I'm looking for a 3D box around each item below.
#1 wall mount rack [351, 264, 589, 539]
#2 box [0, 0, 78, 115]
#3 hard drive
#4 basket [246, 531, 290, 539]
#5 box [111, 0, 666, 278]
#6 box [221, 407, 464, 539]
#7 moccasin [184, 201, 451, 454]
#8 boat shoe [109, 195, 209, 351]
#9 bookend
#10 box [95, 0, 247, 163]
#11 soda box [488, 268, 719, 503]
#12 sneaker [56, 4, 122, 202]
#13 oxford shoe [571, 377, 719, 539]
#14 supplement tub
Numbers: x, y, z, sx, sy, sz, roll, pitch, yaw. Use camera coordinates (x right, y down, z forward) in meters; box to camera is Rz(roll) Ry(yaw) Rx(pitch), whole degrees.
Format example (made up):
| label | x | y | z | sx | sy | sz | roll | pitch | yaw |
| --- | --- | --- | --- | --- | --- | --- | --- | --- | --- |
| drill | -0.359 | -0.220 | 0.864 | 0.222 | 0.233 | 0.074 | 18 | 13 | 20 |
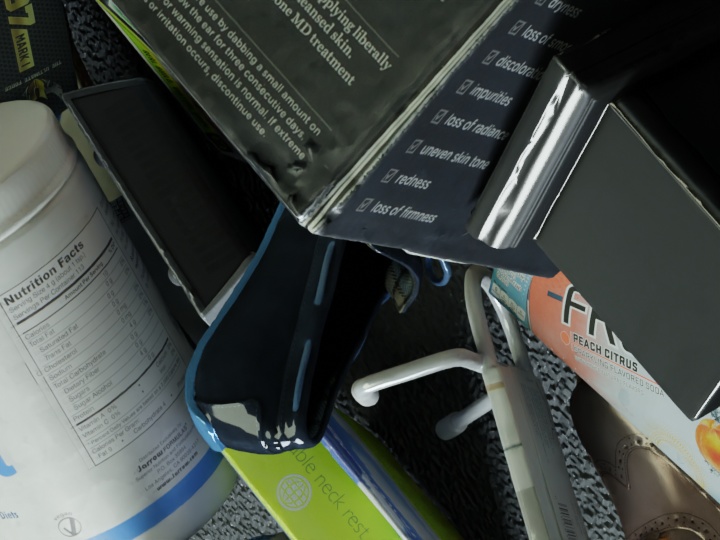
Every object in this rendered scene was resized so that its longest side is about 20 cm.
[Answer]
| label | x | y | z | sx | sy | sz | roll | pitch | yaw |
| --- | --- | --- | --- | --- | --- | --- | --- | --- | --- |
| wall mount rack | 0.059 | 0.105 | 1.131 | 0.074 | 0.174 | 0.200 | -19 | 76 | 15 |
| box | -0.220 | -0.172 | 1.264 | 0.200 | 0.051 | 0.158 | 35 | 144 | 39 |
| hard drive | -0.077 | -0.025 | 1.253 | 0.135 | 0.042 | 0.200 | 57 | -179 | 10 |
| basket | -0.059 | 0.214 | 1.201 | 0.139 | 0.200 | 0.177 | -21 | 94 | 16 |
| box | 0.054 | -0.113 | 0.880 | 0.197 | 0.200 | 0.124 | -46 | 68 | 16 |
| box | -0.002 | 0.110 | 1.222 | 0.122 | 0.048 | 0.200 | 48 | -177 | 21 |
| moccasin | 0.000 | 0.000 | 1.132 | 0.068 | 0.200 | 0.080 | 11 | 154 | 32 |
| boat shoe | -0.090 | 0.054 | 1.340 | 0.200 | 0.065 | 0.074 | 57 | -179 | -20 |
| bookend | 0.178 | -0.007 | 0.854 | 0.199 | 0.200 | 0.092 | 51 | 145 | 19 |
| box | -0.071 | -0.114 | 1.187 | 0.110 | 0.035 | 0.200 | 23 | 159 | 45 |
| soda box | 0.142 | 0.033 | 1.047 | 0.200 | 0.068 | 0.064 | 42 | 142 | 30 |
| sneaker | -0.198 | -0.097 | 1.358 | 0.200 | 0.111 | 0.077 | 65 | -178 | 16 |
| oxford shoe | 0.142 | 0.125 | 1.095 | 0.200 | 0.073 | 0.071 | 55 | 146 | 13 |
| supplement tub | -0.152 | 0.037 | 1.222 | 0.132 | 0.132 | 0.200 | 5 | 131 | 52 |
